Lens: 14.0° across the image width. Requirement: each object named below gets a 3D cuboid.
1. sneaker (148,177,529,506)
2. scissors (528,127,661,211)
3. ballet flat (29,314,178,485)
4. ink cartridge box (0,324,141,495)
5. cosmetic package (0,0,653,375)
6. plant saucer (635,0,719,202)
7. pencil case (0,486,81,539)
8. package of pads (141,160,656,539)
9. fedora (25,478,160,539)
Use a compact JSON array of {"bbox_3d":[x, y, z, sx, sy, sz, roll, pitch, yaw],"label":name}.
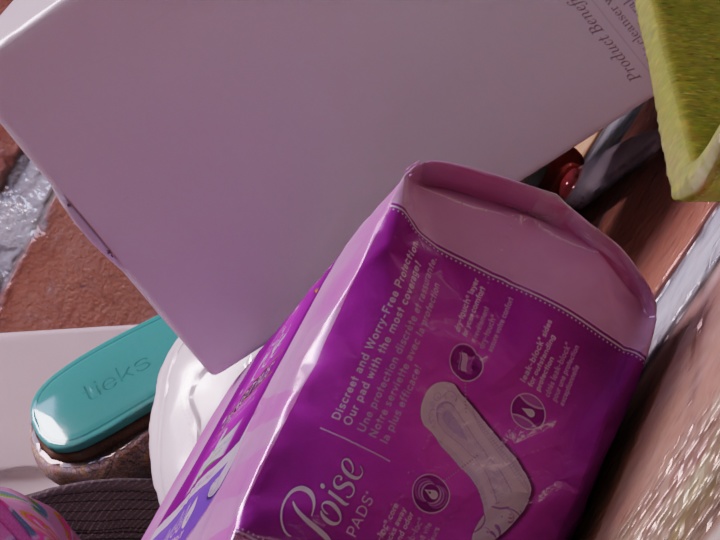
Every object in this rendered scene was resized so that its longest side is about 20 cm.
[{"bbox_3d":[0.000,0.000,0.866,0.201,0.078,0.099,-66,6,-34],"label":"sneaker"},{"bbox_3d":[0.064,-0.028,0.875,0.073,0.014,0.200,-61,3,-26],"label":"scissors"},{"bbox_3d":[-0.020,0.023,1.018,0.199,0.067,0.068,-27,45,7],"label":"ballet flat"},{"bbox_3d":[-0.140,0.097,1.137,0.200,0.144,0.085,108,157,-66],"label":"ink cartridge box"},{"bbox_3d":[0.008,-0.075,0.766,0.199,0.113,0.081,-30,17,25],"label":"cosmetic package"},{"bbox_3d":[0.122,-0.107,0.525,0.200,0.048,0.200,-60,4,15],"label":"plant saucer"},{"bbox_3d":[-0.117,0.102,0.839,0.088,0.087,0.200,-61,1,-6],"label":"pencil case"},{"bbox_3d":[-0.005,0.062,0.712,0.121,0.075,0.200,-64,6,-23],"label":"package of pads"},{"bbox_3d":[-0.112,0.152,1.044,0.199,0.177,0.091,-22,64,29],"label":"fedora"}]
